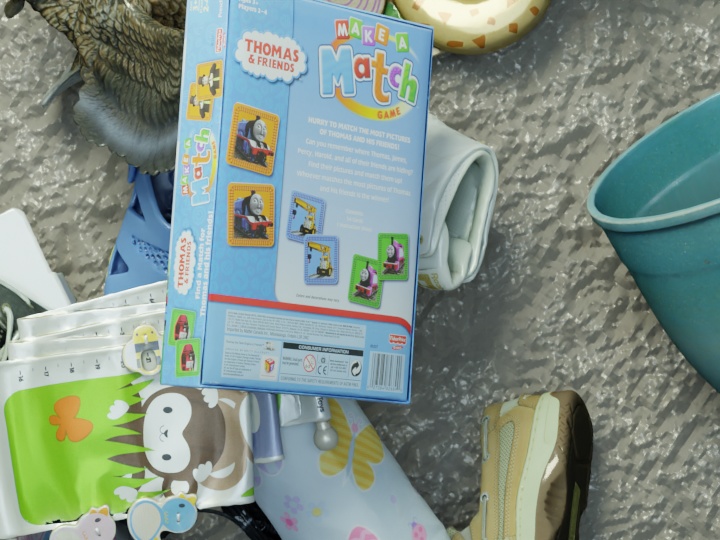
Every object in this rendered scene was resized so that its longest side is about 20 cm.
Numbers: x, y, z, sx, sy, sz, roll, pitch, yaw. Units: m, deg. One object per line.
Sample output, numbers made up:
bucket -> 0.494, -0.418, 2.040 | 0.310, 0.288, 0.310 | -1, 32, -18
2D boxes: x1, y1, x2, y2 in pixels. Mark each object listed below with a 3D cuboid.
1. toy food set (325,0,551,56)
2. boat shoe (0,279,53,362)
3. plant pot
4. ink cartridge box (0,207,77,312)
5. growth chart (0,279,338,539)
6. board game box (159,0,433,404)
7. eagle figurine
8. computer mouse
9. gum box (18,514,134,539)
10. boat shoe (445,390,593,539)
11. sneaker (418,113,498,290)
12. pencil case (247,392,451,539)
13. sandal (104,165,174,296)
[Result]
toy food set -> 0.010, -0.213, 1.367 | 0.196, 0.049, 0.202 | -11, 90, -1
boat shoe -> -0.209, 0.039, 1.278 | 0.199, 0.071, 0.072 | 29, 87, -5
plant pot -> 0.254, 0.003, 1.307 | 0.199, 0.200, 0.189 | -28, 105, -2
ink cartridge box -> -0.199, 0.077, 1.349 | 0.115, 0.068, 0.201 | -25, 91, -2
growth chart -> -0.110, 0.071, 1.225 | 0.199, 0.018, 0.146 | -19, 97, -7
board game box -> -0.029, -0.037, 1.195 | 0.151, 0.036, 0.202 | 8, 85, -45
eagle figurine -> -0.112, -0.138, 1.286 | 0.199, 0.151, 0.153 | 26, 98, 20
computer mouse -> -0.087, 0.127, 1.310 | 0.034, 0.200, 0.059 | -45, 50, 17
gum box -> -0.146, 0.215, 1.304 | 0.113, 0.066, 0.200 | -34, 119, 1
boat shoe -> 0.083, 0.162, 1.330 | 0.076, 0.072, 0.201 | -4, 50, 23
sneaker -> 0.000, 0.000, 1.328 | 0.115, 0.074, 0.201 | 28, 89, 41
pencil case -> -0.032, 0.103, 1.301 | 0.083, 0.090, 0.201 | -46, 109, -39
sandal -> -0.108, -0.023, 1.344 | 0.079, 0.087, 0.202 | 2, 91, -3
